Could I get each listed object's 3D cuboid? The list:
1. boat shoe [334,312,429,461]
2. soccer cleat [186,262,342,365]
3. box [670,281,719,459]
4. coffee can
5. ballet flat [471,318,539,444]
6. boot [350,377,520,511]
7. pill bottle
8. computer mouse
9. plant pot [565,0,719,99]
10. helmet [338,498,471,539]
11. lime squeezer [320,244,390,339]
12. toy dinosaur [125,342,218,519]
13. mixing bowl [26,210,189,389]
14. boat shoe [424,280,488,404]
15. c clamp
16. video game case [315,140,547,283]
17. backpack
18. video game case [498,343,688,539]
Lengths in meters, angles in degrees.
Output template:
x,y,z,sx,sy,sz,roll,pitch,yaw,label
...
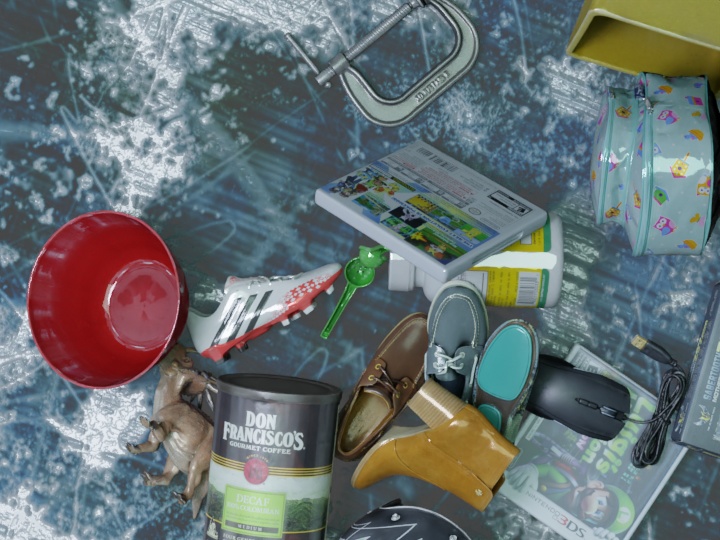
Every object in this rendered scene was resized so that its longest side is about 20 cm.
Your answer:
x,y,z,sx,sy,sz,roll,pitch,yaw,label
0.031,0.141,1.738,0.072,0.068,0.201,34,89,1,boat shoe
-0.116,0.033,1.743,0.199,0.069,0.086,-31,91,4,soccer cleat
0.468,0.130,1.732,0.156,0.051,0.202,17,82,-2,box
-0.102,0.229,1.693,0.145,0.146,0.202,6,93,1,coffee can
0.165,0.142,1.701,0.074,0.074,0.202,19,111,1,ballet flat
0.085,0.230,1.690,0.144,0.071,0.202,42,127,8,boot
0.132,-0.015,1.717,0.198,0.113,0.114,1,89,1,pill bottle
0.285,0.133,1.723,0.199,0.046,0.141,27,91,1,computer mouse
0.366,-0.336,1.688,0.194,0.194,0.202,17,84,1,plant pot
0.047,0.361,1.671,0.198,0.191,0.203,0,90,1,helmet
0.000,0.000,1.712,0.038,0.200,0.071,40,50,3,lime squeezer
-0.198,0.192,1.739,0.135,0.085,0.202,-34,108,-35,toy dinosaur
-0.273,0.037,1.710,0.198,0.108,0.203,-2,84,21,mixing bowl
0.108,0.108,1.697,0.072,0.062,0.202,6,120,1,boat shoe
0.036,-0.267,1.765,0.199,0.027,0.172,-34,89,0,c clamp
0.080,-0.071,1.664,0.199,0.182,0.022,33,133,31,video game case
0.334,-0.112,1.652,0.151,0.201,0.177,0,125,-1,backpack
0.276,0.220,1.756,0.181,0.023,0.201,34,89,1,video game case
